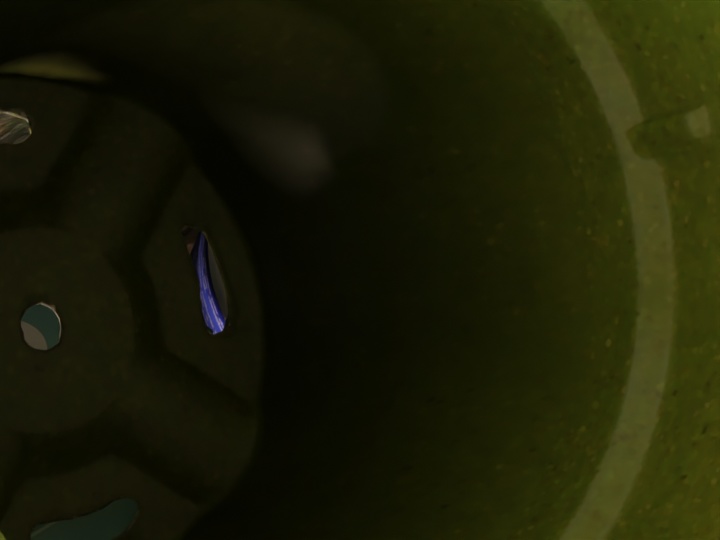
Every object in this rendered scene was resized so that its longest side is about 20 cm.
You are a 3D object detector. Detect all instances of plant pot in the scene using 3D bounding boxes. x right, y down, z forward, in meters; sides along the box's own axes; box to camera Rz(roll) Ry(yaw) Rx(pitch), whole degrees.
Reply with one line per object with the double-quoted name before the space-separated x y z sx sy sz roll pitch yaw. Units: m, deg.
"plant pot" -0.037 0.004 0.492 0.200 0.201 0.184 -21 -178 -31

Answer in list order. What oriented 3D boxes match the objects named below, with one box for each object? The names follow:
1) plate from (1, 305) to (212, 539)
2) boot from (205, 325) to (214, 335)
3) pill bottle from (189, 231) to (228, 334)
"plate" -0.125 0.045 0.622 0.200 0.026 0.200 -4 -147 2
"boot" -0.132 0.070 0.666 0.200 0.165 0.066 -25 133 -33
"pill bottle" 0.000 0.000 0.793 0.112 0.112 0.200 -23 173 -13
